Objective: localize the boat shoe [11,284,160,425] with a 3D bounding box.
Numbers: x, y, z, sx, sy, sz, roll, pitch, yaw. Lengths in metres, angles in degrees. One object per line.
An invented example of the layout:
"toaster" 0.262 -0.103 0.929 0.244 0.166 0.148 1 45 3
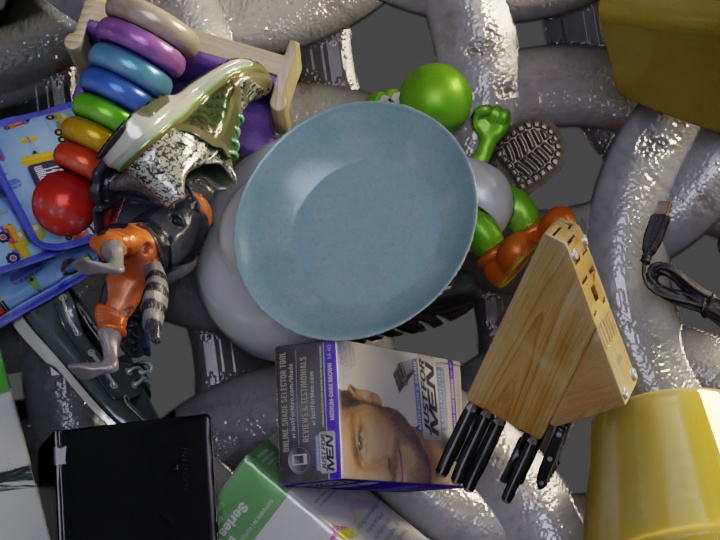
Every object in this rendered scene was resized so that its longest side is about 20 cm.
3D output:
"boat shoe" -0.209 0.091 1.473 0.200 0.073 0.062 43 85 13

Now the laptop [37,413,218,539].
"laptop" -0.190 0.222 1.401 0.115 0.200 0.188 -1 79 -17

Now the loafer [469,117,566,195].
"loafer" 0.093 -0.060 1.506 0.200 0.068 0.076 -28 79 11

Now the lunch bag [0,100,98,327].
"lunch bag" -0.286 -0.051 1.484 0.199 0.094 0.151 -26 60 -16

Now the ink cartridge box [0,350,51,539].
"ink cartridge box" -0.320 0.161 1.384 0.083 0.146 0.201 -16 91 -29

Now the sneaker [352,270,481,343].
"sneaker" 0.000 0.000 1.468 0.199 0.076 0.116 -16 70 20

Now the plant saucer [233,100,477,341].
"plant saucer" 0.000 -0.034 1.358 0.200 0.039 0.202 -8 66 18

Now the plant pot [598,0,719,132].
"plant pot" 0.304 -0.233 1.468 0.176 0.200 0.201 4 66 19

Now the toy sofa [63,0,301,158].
"toy sofa" -0.155 -0.169 1.515 0.199 0.083 0.098 17 79 3

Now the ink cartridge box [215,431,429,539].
"ink cartridge box" -0.021 0.229 1.403 0.200 0.145 0.088 37 100 6

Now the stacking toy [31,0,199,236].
"stacking toy" -0.212 -0.122 1.426 0.085 0.085 0.201 27 84 5

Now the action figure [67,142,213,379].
"action figure" -0.167 0.008 1.389 0.104 0.201 0.194 7 37 18

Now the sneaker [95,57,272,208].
"sneaker" -0.125 -0.102 1.391 0.089 0.077 0.200 54 41 -1

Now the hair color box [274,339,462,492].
"hair color box" 0.012 0.121 1.403 0.065 0.200 0.110 -10 78 32

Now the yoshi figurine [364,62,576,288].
"yoshi figurine" 0.086 -0.092 1.424 0.112 0.112 0.200 -43 75 -1

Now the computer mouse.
"computer mouse" 0.329 -0.042 1.517 0.140 0.046 0.201 22 81 14

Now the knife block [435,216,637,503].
"knife block" 0.122 0.078 1.388 0.175 0.064 0.201 -18 98 21

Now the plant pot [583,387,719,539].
"plant pot" 0.262 0.205 1.403 0.200 0.201 0.190 -5 64 -1

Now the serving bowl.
"serving bowl" -0.065 -0.029 1.448 0.199 0.066 0.201 -14 64 30
